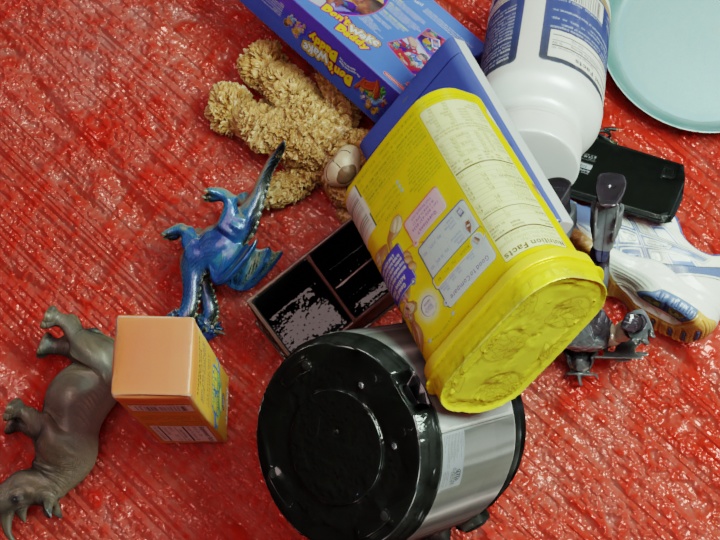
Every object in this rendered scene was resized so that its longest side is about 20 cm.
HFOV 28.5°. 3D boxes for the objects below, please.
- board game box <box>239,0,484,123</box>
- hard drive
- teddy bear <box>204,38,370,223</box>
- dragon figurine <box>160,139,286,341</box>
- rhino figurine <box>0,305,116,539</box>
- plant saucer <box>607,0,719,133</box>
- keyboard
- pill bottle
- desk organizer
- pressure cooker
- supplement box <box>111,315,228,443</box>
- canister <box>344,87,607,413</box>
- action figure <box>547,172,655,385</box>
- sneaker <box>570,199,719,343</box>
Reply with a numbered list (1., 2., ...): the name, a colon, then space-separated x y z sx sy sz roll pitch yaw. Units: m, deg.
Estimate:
1. board game box: 0.002 -0.226 1.288 0.200 0.045 0.134 43 47 14
2. hard drive: 0.080 -0.071 1.148 0.132 0.025 0.201 -48 52 31
3. teddy bear: -0.053 -0.127 1.288 0.144 0.067 0.201 -33 74 -2
4. dragon figurine: -0.110 -0.018 1.248 0.200 0.059 0.100 -40 68 13
5. rhino figurine: -0.266 0.139 1.233 0.087 0.060 0.202 20 80 -1
6. plant saucer: 0.318 -0.216 1.304 0.198 0.027 0.202 -1 74 4
7. keyboard: 0.191 -0.091 1.263 0.198 0.040 0.104 20 50 17
8. pill bottle: 0.156 -0.161 1.223 0.110 0.111 0.201 7 51 7
9. desk organizer: 0.000 0.000 1.241 0.200 0.077 0.072 -39 75 -6
10. pressure cooker: 0.036 0.131 1.143 0.179 0.199 0.176 50 119 22
11. supplement box: -0.152 0.093 1.164 0.068 0.200 0.067 0 74 1
12. canister: 0.078 -0.019 1.060 0.149 0.086 0.201 -50 50 30
13. action figure: 0.180 0.018 1.180 0.129 0.201 0.070 0 36 10
14. sneaker: 0.232 -0.021 1.240 0.199 0.075 0.088 33 68 6
